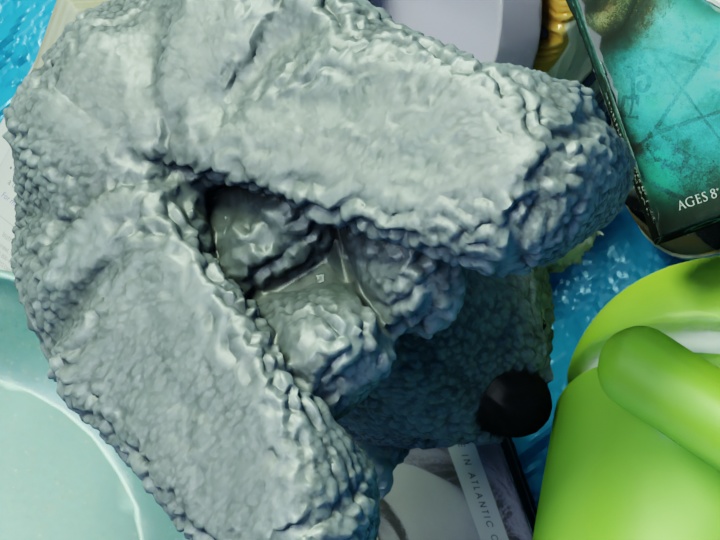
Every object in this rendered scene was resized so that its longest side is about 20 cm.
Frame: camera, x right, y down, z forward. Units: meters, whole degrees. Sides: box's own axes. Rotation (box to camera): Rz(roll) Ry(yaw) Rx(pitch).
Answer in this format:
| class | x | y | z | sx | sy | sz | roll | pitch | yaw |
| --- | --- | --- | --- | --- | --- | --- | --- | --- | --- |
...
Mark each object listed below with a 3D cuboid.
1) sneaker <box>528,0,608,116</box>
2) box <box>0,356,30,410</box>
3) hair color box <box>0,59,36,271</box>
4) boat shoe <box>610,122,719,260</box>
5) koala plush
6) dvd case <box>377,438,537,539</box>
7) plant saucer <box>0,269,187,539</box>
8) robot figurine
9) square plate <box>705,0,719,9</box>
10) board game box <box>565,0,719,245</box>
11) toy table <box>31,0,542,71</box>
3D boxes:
| class | x | y | z | sx | sy | sz | roll | pitch | yaw |
| --- | --- | --- | --- | --- | --- | --- | --- | --- | --- |
| sneaker | 0.063 | -0.060 | 1.078 | 0.075 | 0.088 | 0.200 | 55 | 133 | 27 |
| box | -0.169 | 0.075 | 1.119 | 0.082 | 0.200 | 0.069 | -18 | 77 | -18 |
| hair color box | -0.075 | -0.060 | 1.178 | 0.109 | 0.065 | 0.201 | 35 | 100 | 36 |
| boat shoe | 0.153 | -0.094 | 1.027 | 0.075 | 0.062 | 0.200 | 42 | 100 | 38 |
| koala plush | 0.000 | 0.000 | 0.938 | 0.184 | 0.200 | 0.178 | 37 | 96 | 27 |
| dvd case | -0.040 | 0.062 | 1.100 | 0.199 | 0.016 | 0.149 | -16 | 97 | 28 |
| plant saucer | -0.144 | 0.089 | 0.972 | 0.199 | 0.036 | 0.201 | 3 | 56 | -4 |
| robot figurine | 0.112 | 0.084 | 0.932 | 0.115 | 0.176 | 0.201 | -1 | 59 | 23 |
| square plate | 0.214 | -0.110 | 0.830 | 0.198 | 0.029 | 0.200 | 32 | 62 | 23 |
| board game box | 0.162 | -0.104 | 0.913 | 0.199 | 0.028 | 0.136 | -20 | 84 | -1 |
| toy table | -0.038 | -0.125 | 1.034 | 0.200 | 0.117 | 0.185 | 39 | 122 | 46 |
